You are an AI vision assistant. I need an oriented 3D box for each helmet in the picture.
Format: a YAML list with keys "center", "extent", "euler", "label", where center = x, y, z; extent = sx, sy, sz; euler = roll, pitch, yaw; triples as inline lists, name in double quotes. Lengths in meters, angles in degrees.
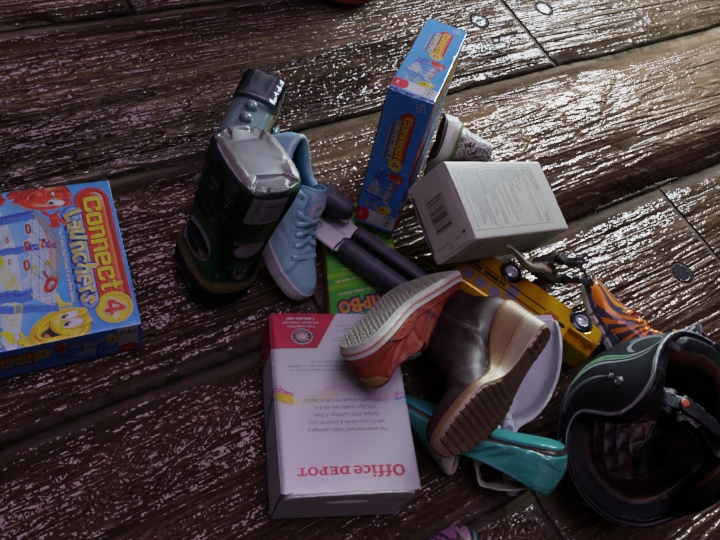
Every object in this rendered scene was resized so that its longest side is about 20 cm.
- center: [0.315, 0.175, 0.785]
  extent: [0.197, 0.191, 0.203]
  euler: [15, 53, -20]
  label: "helmet"

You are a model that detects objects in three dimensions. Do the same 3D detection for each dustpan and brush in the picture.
- center: [0.171, 0.155, 0.828]
  extent: [0.137, 0.057, 0.204]
  euler: [-2, 85, 6]
  label: "dustpan and brush"

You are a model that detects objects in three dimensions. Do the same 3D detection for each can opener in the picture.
- center: [-0.001, -0.038, 0.873]
  extent: [0.199, 0.067, 0.053]
  euler: [36, 55, 16]
  label: "can opener"

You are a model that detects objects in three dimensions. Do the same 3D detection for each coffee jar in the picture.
- center: [-0.143, -0.054, 0.792]
  extent: [0.085, 0.201, 0.105]
  euler: [-15, 61, -40]
  label: "coffee jar"

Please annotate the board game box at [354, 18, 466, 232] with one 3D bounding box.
- center: [0.065, -0.188, 0.916]
  extent: [0.055, 0.197, 0.201]
  euler: [21, 45, 4]
  label: "board game box"

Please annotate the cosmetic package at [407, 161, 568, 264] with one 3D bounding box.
- center: [0.162, -0.075, 0.883]
  extent: [0.198, 0.071, 0.107]
  euler: [-6, 70, -42]
  label: "cosmetic package"

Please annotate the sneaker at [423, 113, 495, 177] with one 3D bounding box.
- center: [0.135, -0.140, 0.948]
  extent: [0.087, 0.200, 0.078]
  euler: [21, 88, 5]
  label: "sneaker"

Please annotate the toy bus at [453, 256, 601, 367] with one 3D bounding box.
- center: [0.203, 0.056, 0.906]
  extent: [0.199, 0.065, 0.078]
  euler: [36, 54, 8]
  label: "toy bus"

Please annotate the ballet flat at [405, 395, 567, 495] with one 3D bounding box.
- center: [0.124, 0.199, 0.779]
  extent: [0.197, 0.067, 0.072]
  euler: [14, 93, 22]
  label: "ballet flat"

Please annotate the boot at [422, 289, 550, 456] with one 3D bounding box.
- center: [0.098, 0.102, 0.795]
  extent: [0.165, 0.073, 0.200]
  euler: [20, 56, 45]
  label: "boot"

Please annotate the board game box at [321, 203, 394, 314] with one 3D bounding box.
- center: [0.000, 0.000, 0.906]
  extent: [0.094, 0.030, 0.203]
  euler: [4, 54, -14]
  label: "board game box"

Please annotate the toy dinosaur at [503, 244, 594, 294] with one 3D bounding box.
- center: [0.250, -0.003, 0.905]
  extent: [0.087, 0.199, 0.048]
  euler: [9, 87, 28]
  label: "toy dinosaur"

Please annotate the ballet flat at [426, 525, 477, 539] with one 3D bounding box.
- center: [0.107, 0.354, 0.688]
  extent: [0.070, 0.070, 0.202]
  euler: [-14, 57, -4]
  label: "ballet flat"

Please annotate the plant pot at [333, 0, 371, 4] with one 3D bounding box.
- center: [-0.018, -0.563, 1.174]
  extent: [0.197, 0.183, 0.203]
  euler: [8, 55, -12]
  label: "plant pot"

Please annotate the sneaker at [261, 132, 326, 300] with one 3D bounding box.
- center: [-0.076, -0.065, 0.842]
  extent: [0.074, 0.081, 0.203]
  euler: [-22, 100, -54]
  label: "sneaker"

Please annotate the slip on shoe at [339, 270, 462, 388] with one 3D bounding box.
- center: [0.052, 0.056, 0.768]
  extent: [0.200, 0.073, 0.062]
  euler: [-39, 111, -45]
  label: "slip on shoe"

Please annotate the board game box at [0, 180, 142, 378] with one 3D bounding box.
- center: [-0.356, 0.007, 0.774]
  extent: [0.193, 0.056, 0.202]
  euler: [-11, 62, -23]
  label: "board game box"

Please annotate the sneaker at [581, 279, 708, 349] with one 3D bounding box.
- center: [0.374, 0.081, 0.905]
  extent: [0.077, 0.112, 0.202]
  euler: [-2, 59, -57]
  label: "sneaker"

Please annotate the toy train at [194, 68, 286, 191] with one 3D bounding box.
- center: [-0.153, -0.165, 0.913]
  extent: [0.084, 0.115, 0.202]
  euler: [20, 54, -2]
  label: "toy train"

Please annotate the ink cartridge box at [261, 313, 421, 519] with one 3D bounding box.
- center: [-0.029, 0.152, 0.760]
  extent: [0.145, 0.086, 0.203]
  euler: [3, 57, -16]
  label: "ink cartridge box"
